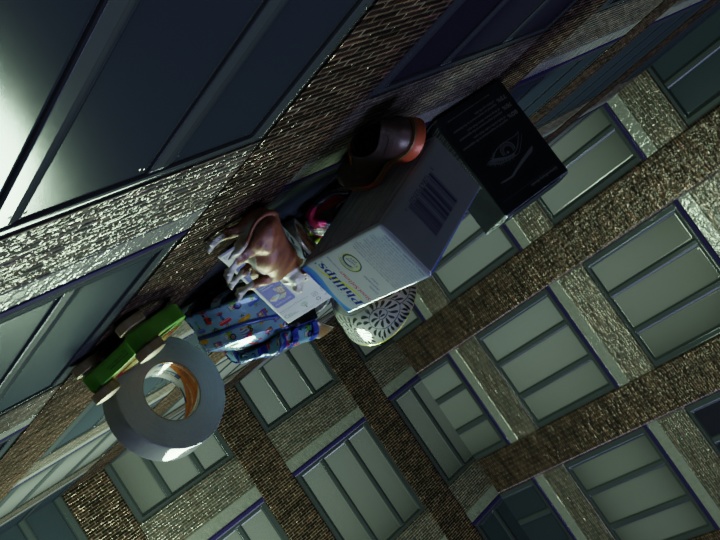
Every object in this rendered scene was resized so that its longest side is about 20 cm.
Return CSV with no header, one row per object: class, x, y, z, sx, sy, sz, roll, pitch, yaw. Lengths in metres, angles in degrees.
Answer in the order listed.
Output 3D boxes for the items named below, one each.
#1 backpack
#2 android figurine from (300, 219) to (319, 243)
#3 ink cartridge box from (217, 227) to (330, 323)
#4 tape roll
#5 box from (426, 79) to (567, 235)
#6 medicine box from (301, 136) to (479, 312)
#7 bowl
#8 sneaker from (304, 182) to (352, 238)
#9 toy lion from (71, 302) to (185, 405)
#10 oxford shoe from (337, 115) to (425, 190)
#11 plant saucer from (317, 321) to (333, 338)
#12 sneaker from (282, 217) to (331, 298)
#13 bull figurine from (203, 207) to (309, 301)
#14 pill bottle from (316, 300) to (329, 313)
backpack,-0.190,0.084,1.557,0.181,0.136,0.199,-16,-179,35
android figurine,-0.061,-0.077,1.593,0.199,0.041,0.182,-37,175,8
ink cartridge box,-0.127,-0.003,1.421,0.099,0.039,0.200,-30,136,11
tape roll,-0.330,0.215,1.562,0.199,0.201,0.066,-30,173,-43
box,0.221,-0.188,1.545,0.147,0.201,0.104,-33,175,-19
medicine box,0.041,-0.061,1.290,0.199,0.103,0.183,-27,-155,51
bowl,0.005,0.035,1.783,0.200,0.202,0.094,-38,136,25
sneaker,0.003,-0.116,1.444,0.199,0.081,0.075,-35,173,0
toy lion,-0.337,0.112,1.424,0.200,0.069,0.192,-40,-179,31
oxford shoe,0.008,-0.163,1.253,0.072,0.072,0.200,7,160,-28
plant saucer,-0.150,0.094,1.784,0.200,0.198,0.035,69,37,-85
sneaker,-0.104,-0.009,1.508,0.079,0.072,0.201,-22,142,7
bull figurine,-0.137,-0.016,1.294,0.121,0.065,0.201,-35,150,-8
pill bottle,-0.114,0.027,1.771,0.113,0.114,0.200,-35,175,-1
